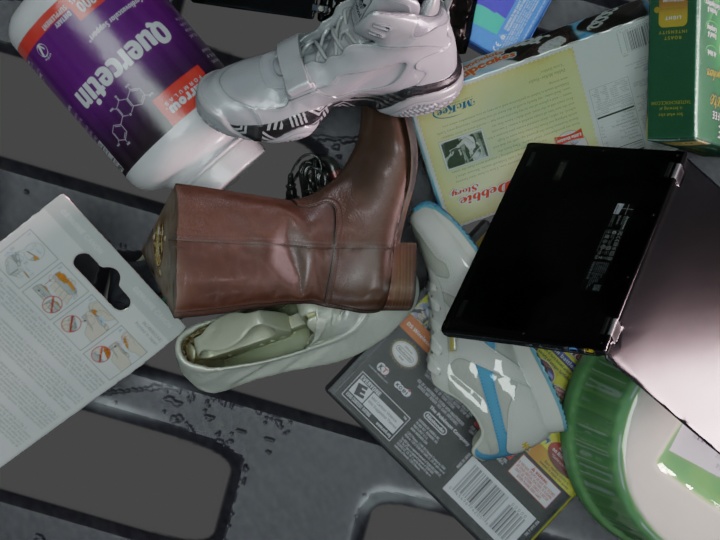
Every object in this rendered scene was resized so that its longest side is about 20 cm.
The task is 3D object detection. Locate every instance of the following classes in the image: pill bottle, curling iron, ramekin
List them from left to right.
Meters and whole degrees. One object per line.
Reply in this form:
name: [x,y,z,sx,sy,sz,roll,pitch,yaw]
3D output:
pill bottle: [-0.164,-0.141,1.411,0.112,0.112,0.200,-41,91,2]
curling iron: [0.000,0.000,1.461,0.049,0.026,0.201,-26,97,23]
ramekin: [0.258,0.123,1.405,0.198,0.098,0.203,-1,95,-12]

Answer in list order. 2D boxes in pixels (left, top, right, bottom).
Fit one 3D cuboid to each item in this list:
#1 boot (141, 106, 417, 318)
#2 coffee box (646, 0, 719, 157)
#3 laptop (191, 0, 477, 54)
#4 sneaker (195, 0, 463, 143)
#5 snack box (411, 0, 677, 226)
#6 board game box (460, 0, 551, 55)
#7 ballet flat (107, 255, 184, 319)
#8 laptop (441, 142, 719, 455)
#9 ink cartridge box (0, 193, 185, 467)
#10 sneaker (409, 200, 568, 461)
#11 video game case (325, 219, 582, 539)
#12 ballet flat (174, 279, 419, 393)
boot: [-0.060,-0.058,1.368,0.198,0.064,0.189,1,76,-15]
coffee box: [0.253,-0.189,1.395,0.044,0.123,0.203,0,89,29]
laptop: [-0.010,-0.270,1.412,0.198,0.103,0.179,9,94,-25]
sneaker: [-0.022,-0.161,1.332,0.198,0.116,0.076,-9,51,-7]
snack box: [0.140,-0.117,1.425,0.198,0.037,0.117,-19,119,1]
board game box: [0.068,-0.269,1.438,0.199,0.045,0.153,30,93,-1]
ballet flat: [-0.105,-0.011,1.439,0.198,0.073,0.074,-20,92,6]
laptop: [0.192,0.019,1.349,0.198,0.116,0.188,6,51,30]
ink cartridge box: [-0.256,0.042,1.405,0.199,0.047,0.160,-36,125,6]
sneaker: [0.080,0.045,1.397,0.080,0.077,0.202,-26,90,4]
video game case: [0.104,0.096,1.450,0.200,0.026,0.181,44,88,-5]
ballet flat: [-0.052,0.041,1.421,0.198,0.069,0.070,-21,92,12]
